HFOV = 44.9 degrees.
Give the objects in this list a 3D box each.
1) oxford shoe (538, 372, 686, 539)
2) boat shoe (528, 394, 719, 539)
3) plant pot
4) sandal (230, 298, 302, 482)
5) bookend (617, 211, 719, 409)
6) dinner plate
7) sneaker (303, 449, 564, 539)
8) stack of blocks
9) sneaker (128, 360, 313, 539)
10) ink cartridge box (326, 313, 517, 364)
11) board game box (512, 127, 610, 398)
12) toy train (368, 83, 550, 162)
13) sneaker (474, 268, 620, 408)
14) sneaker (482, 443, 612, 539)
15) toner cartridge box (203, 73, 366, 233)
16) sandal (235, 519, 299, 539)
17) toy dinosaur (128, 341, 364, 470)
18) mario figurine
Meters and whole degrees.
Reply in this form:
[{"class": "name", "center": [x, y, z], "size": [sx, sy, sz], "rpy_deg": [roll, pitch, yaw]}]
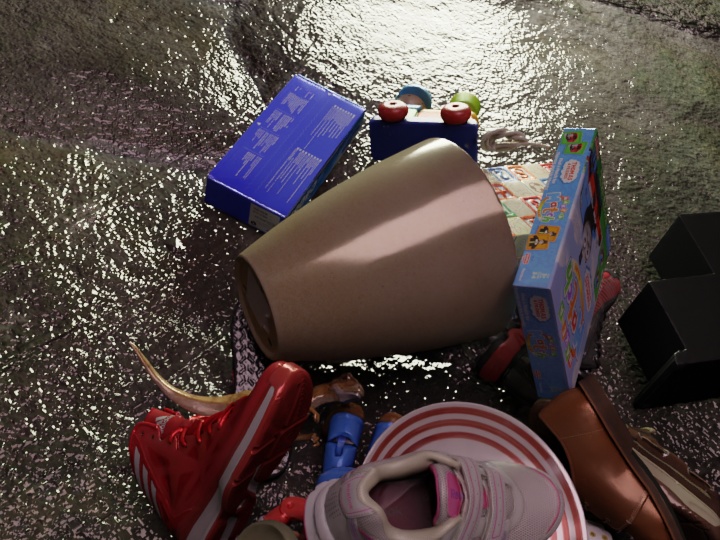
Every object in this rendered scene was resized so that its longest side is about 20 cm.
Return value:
[{"class": "oxford shoe", "center": [0.219, 0.191, 0.735], "size": [0.071, 0.071, 0.200], "rpy_deg": [-31, 80, 8]}, {"class": "boat shoe", "center": [0.247, 0.176, 0.813], "size": [0.202, 0.075, 0.075], "rpy_deg": [40, 44, 1]}, {"class": "plant pot", "center": [0.000, 0.000, 0.756], "size": [0.200, 0.187, 0.187], "rpy_deg": [-18, 61, -21]}, {"class": "sandal", "center": [-0.086, 0.094, 0.797], "size": [0.075, 0.045, 0.200], "rpy_deg": [8, 67, -4]}, {"class": "bookend", "center": [0.358, 0.031, 0.937], "size": [0.200, 0.092, 0.199], "rpy_deg": [-6, 55, -19]}, {"class": "dinner plate", "center": [0.086, 0.202, 0.684], "size": [0.200, 0.024, 0.200], "rpy_deg": [10, 60, -17]}, {"class": "sneaker", "center": [0.065, 0.173, 0.626], "size": [0.200, 0.088, 0.081], "rpy_deg": [0, 64, -21]}, {"class": "stack of blocks", "center": [0.167, -0.055, 0.927], "size": [0.200, 0.059, 0.115], "rpy_deg": [-10, 45, -37]}, {"class": "sneaker", "center": [-0.121, 0.126, 0.663], "size": [0.115, 0.200, 0.078], "rpy_deg": [37, 25, 17]}, {"class": "ink cartridge box", "center": [0.049, 0.031, 0.880], "size": [0.200, 0.039, 0.100], "rpy_deg": [-7, 56, -19]}, {"class": "board game box", "center": [0.188, -0.007, 0.792], "size": [0.037, 0.151, 0.200], "rpy_deg": [5, 49, 26]}, {"class": "toy train", "center": [0.118, -0.165, 0.994], "size": [0.200, 0.085, 0.116], "rpy_deg": [5, 36, 14]}, {"class": "sneaker", "center": [0.209, 0.070, 0.877], "size": [0.200, 0.071, 0.098], "rpy_deg": [-34, 69, -31]}, {"class": "sneaker", "center": [0.151, 0.214, 0.758], "size": [0.115, 0.074, 0.200], "rpy_deg": [-1, 63, -20]}, {"class": "toner cartridge box", "center": [-0.079, -0.129, 0.958], "size": [0.095, 0.043, 0.200], "rpy_deg": [29, 52, 5]}, {"class": "sandal", "center": [-0.094, 0.261, 0.585], "size": [0.080, 0.057, 0.201], "rpy_deg": [-3, 53, 22]}, {"class": "toy dinosaur", "center": [-0.098, 0.122, 0.738], "size": [0.200, 0.060, 0.106], "rpy_deg": [2, 53, -5]}, {"class": "mario figurine", "center": [-0.020, 0.212, 0.717], "size": [0.106, 0.123, 0.200], "rpy_deg": [55, 37, -26]}]
